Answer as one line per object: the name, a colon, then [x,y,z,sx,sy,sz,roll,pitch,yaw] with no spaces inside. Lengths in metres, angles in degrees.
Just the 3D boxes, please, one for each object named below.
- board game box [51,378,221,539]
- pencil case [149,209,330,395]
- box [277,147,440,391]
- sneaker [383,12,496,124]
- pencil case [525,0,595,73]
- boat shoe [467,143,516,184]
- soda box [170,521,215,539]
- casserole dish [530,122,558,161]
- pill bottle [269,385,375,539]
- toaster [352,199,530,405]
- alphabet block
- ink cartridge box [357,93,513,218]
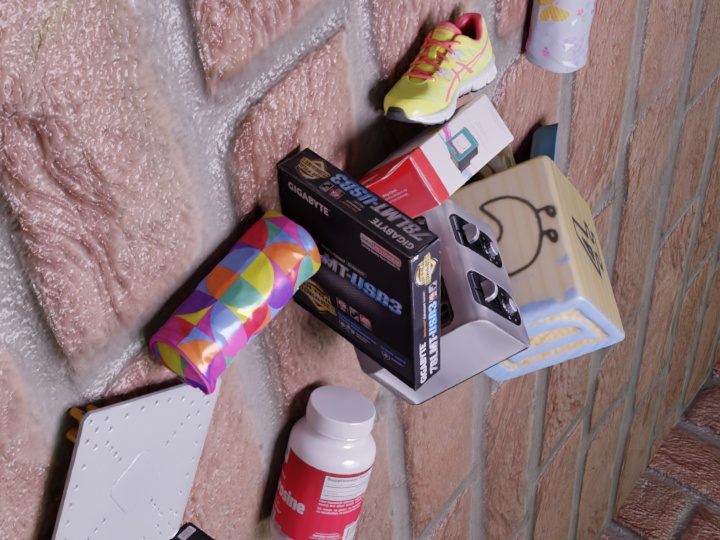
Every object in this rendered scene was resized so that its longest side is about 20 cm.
board game box: [-0.235,0.207,1.165,0.199,0.026,0.202,-12,124,-58]
pencil case: [-0.119,0.031,1.155,0.200,0.088,0.089,-47,149,-26]
box: [0.000,0.000,1.207,0.050,0.199,0.200,-36,144,-27]
sneaker: [0.086,-0.233,1.310,0.200,0.077,0.091,-44,140,-43]
pencil case: [0.269,-0.359,1.503,0.090,0.083,0.202,-36,142,-38]
boat shoe: [0.199,-0.111,1.606,0.069,0.074,0.200,-52,152,-13]
soda box: [-0.233,0.373,1.273,0.200,0.063,0.071,-37,144,-41]
casserole dish: [0.262,-0.126,1.679,0.122,0.038,0.201,84,14,-48]
pill bottle: [-0.044,0.253,1.452,0.112,0.112,0.202,-21,131,-53]
toaster: [0.076,0.040,1.348,0.199,0.182,0.118,-29,142,22]
alphabet block: [0.207,0.003,1.489,0.196,0.194,0.202,36,38,-58]
ink cartridge box: [0.070,-0.113,1.317,0.200,0.068,0.116,-41,-169,-37]
